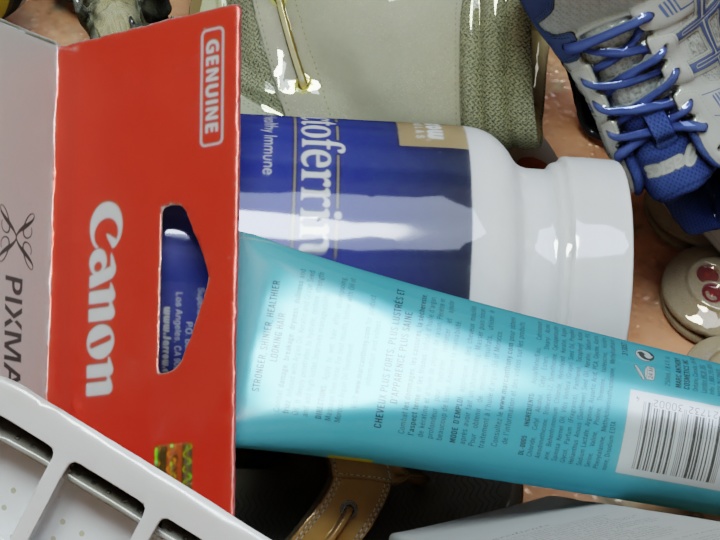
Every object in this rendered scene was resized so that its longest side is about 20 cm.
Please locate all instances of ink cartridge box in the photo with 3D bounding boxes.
[{"bbox_3d":[-0.123,0.010,0.684,0.172,0.043,0.202,-8,75,33],"label":"ink cartridge box"}]

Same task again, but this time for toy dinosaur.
[{"bbox_3d":[-0.095,-0.092,0.840,0.047,0.088,0.201,-11,56,-20],"label":"toy dinosaur"}]

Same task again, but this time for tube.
[{"bbox_3d":[0.044,0.042,0.679,0.198,0.050,0.078,12,64,-4],"label":"tube"}]

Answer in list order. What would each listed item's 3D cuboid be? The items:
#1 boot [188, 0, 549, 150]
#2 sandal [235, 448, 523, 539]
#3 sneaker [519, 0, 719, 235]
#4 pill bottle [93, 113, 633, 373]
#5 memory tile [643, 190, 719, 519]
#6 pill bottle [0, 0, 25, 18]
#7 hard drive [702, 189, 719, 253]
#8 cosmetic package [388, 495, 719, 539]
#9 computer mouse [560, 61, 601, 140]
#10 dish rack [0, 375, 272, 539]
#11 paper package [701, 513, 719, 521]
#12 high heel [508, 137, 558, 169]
[{"bbox_3d":[0.006,-0.138,0.825,0.153,0.072,0.202,-5,74,15],"label":"boot"},{"bbox_3d":[-0.032,0.086,0.741,0.198,0.055,0.082,2,54,-9],"label":"sandal"},{"bbox_3d":[0.118,-0.077,0.765,0.075,0.200,0.089,-18,65,24],"label":"sneaker"},{"bbox_3d":[0.000,0.000,0.753,0.198,0.116,0.117,3,53,-4],"label":"pill bottle"},{"bbox_3d":[0.206,0.032,0.850,0.152,0.017,0.201,3,53,-8],"label":"memory tile"},{"bbox_3d":[-0.241,-0.117,0.817,0.112,0.112,0.200,41,57,19],"label":"pill bottle"},{"bbox_3d":[0.243,0.002,0.851,0.131,0.026,0.200,-26,63,-26],"label":"hard drive"},{"bbox_3d":[0.079,0.132,0.626,0.073,0.200,0.103,-11,92,-17],"label":"cosmetic package"},{"bbox_3d":[0.075,-0.156,0.931,0.044,0.110,0.201,-30,44,14],"label":"computer mouse"},{"bbox_3d":[-0.103,0.148,0.625,0.171,0.044,0.201,30,99,4],"label":"dish rack"},{"bbox_3d":[0.224,0.090,0.689,0.103,0.191,0.201,-19,69,-28],"label":"paper package"},{"bbox_3d":[0.032,-0.051,0.873,0.067,0.096,0.202,15,56,-51],"label":"high heel"}]
